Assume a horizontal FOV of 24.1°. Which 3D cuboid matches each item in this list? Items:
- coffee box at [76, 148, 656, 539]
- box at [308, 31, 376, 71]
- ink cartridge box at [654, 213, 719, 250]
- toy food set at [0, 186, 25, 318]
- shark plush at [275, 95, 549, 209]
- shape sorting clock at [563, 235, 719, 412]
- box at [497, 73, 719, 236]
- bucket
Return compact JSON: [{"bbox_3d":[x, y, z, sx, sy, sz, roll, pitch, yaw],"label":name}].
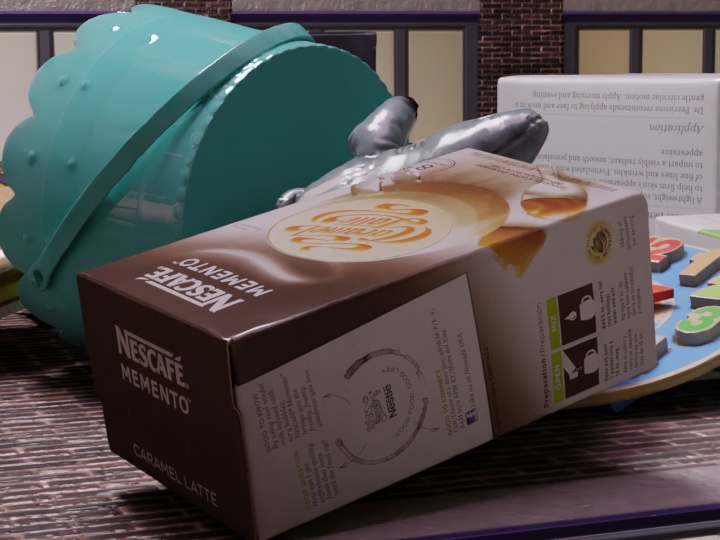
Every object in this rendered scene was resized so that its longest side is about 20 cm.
[{"bbox_3d":[0.006,0.021,0.669,0.200,0.080,0.114,-20,23,-33],"label":"coffee box"},{"bbox_3d":[-0.071,-0.246,2.451,0.123,0.199,0.200,-4,8,-28],"label":"box"},{"bbox_3d":[0.290,0.003,1.018,0.199,0.068,0.117,-3,11,-20],"label":"ink cartridge box"},{"bbox_3d":[-0.240,-0.002,0.984,0.200,0.049,0.198,-23,16,-24],"label":"toy food set"},{"bbox_3d":[-0.010,-0.025,0.779,0.200,0.091,0.083,-19,5,-19],"label":"shark plush"},{"bbox_3d":[0.111,0.022,0.882,0.199,0.039,0.200,-8,17,2],"label":"shape sorting clock"},{"bbox_3d":[0.236,-0.080,1.247,0.199,0.131,0.200,7,10,43],"label":"box"},{"bbox_3d":[-0.077,-0.041,0.910,0.135,0.208,0.207,12,14,40],"label":"bucket"}]
